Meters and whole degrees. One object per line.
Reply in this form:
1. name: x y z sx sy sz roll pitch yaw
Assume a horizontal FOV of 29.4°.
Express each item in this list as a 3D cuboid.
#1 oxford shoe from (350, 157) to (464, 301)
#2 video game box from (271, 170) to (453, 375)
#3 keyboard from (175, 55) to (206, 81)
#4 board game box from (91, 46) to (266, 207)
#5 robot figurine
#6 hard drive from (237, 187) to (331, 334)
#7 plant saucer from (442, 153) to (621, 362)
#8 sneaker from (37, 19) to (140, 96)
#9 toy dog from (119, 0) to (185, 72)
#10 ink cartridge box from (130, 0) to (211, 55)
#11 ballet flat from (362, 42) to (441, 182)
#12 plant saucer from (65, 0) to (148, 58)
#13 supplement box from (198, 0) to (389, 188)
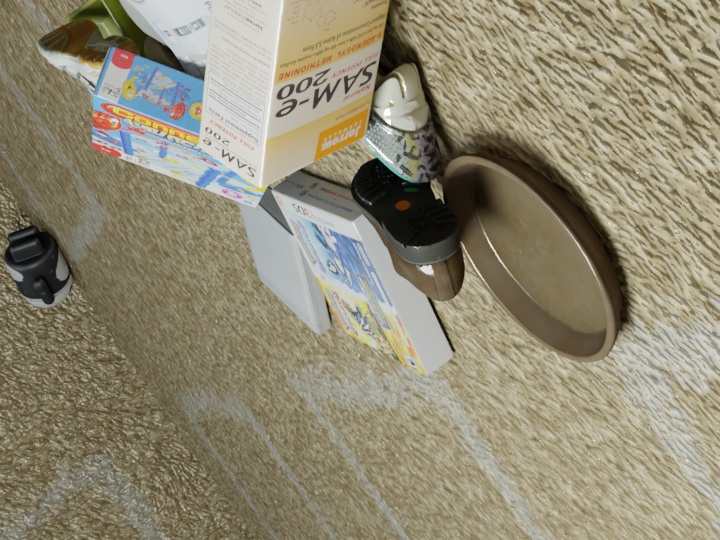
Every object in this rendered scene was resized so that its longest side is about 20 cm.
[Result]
1. oxford shoe: 0.039 -0.037 1.175 0.200 0.073 0.085 -109 1 -57
2. video game box: 0.000 0.000 1.456 0.182 0.047 0.200 27 148 58
3. keyboard: -0.176 -0.251 1.324 0.200 0.056 0.011 59 -159 -43
4. board game box: -0.181 -0.146 1.448 0.200 0.056 0.196 20 167 -7
5. robot figurine: -0.725 -0.008 3.102 0.125 0.150 0.200 9 139 24
6. hard drive: -0.096 -0.021 1.681 0.132 0.027 0.200 42 158 31
7. plant saucer: 0.141 -0.014 1.111 0.200 0.029 0.200 46 160 22
8. sneaker: -0.312 -0.233 1.607 0.200 0.076 0.088 33 152 49
9. toy dog: -0.213 -0.289 1.361 0.200 0.132 0.096 60 -161 -44
10. ink cartridge box: -0.158 -0.253 1.145 0.160 0.047 0.200 51 166 -23
11. ballet flat: 0.008 -0.162 1.124 0.200 0.072 0.072 53 162 1
12. plant saucer: -0.268 -0.246 1.674 0.200 0.048 0.200 59 161 -13
13. supplement box: -0.045 -0.177 1.022 0.073 0.126 0.200 34 134 27
